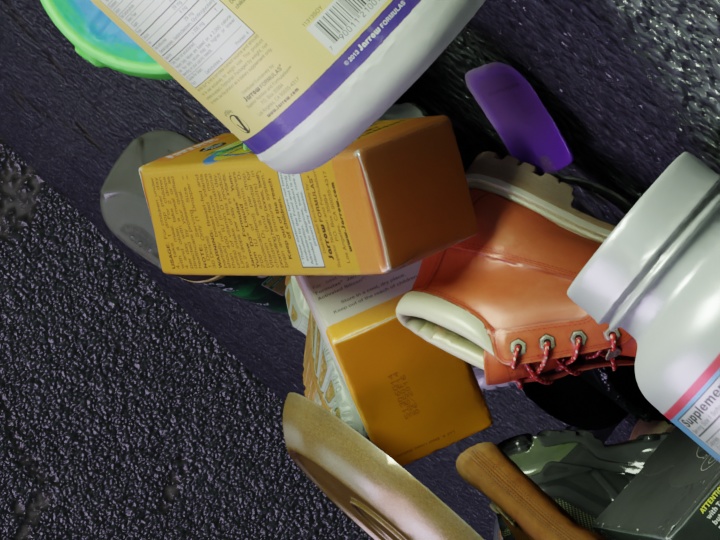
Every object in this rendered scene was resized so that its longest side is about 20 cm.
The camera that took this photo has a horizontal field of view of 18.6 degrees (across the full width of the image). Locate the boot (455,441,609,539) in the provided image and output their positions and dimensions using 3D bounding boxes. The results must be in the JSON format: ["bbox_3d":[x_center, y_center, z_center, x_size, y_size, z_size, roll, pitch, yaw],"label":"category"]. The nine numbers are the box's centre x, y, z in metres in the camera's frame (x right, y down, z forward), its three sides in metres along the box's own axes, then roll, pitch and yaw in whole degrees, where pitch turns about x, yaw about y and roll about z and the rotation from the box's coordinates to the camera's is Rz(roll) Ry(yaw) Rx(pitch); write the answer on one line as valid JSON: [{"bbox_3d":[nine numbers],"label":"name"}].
[{"bbox_3d":[0.144,0.198,1.206,0.200,0.068,0.188,32,167,51],"label":"boot"}]

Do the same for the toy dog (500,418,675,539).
[{"bbox_3d":[0.197,0.179,1.421,0.096,0.200,0.132,27,-151,-43],"label":"toy dog"}]

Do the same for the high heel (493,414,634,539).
[{"bbox_3d":[0.193,0.199,1.571,0.200,0.143,0.071,43,171,-11],"label":"high heel"}]

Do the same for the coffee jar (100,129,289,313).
[{"bbox_3d":[-0.094,-0.032,1.504,0.104,0.085,0.200,35,-176,22],"label":"coffee jar"}]

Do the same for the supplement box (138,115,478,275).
[{"bbox_3d":[-0.032,-0.037,1.136,0.200,0.067,0.069,-3,107,52],"label":"supplement box"}]

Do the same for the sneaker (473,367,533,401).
[{"bbox_3d":[0.098,0.033,1.475,0.082,0.075,0.200,60,160,-17],"label":"sneaker"}]

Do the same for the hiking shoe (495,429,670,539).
[{"bbox_3d":[0.177,0.147,1.318,0.200,0.101,0.076,1,176,8],"label":"hiking shoe"}]

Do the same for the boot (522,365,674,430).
[{"bbox_3d":[0.140,0.045,1.278,0.198,0.073,0.162,54,169,-32],"label":"boot"}]

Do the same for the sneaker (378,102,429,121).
[{"bbox_3d":[-0.010,-0.063,1.217,0.200,0.087,0.075,46,156,48],"label":"sneaker"}]

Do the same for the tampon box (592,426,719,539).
[{"bbox_3d":[0.253,0.160,1.185,0.200,0.126,0.150,43,170,-4],"label":"tampon box"}]

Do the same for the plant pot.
[{"bbox_3d":[0.025,0.146,1.276,0.200,0.027,0.200,40,171,8],"label":"plant pot"}]

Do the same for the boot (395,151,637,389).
[{"bbox_3d":[0.115,0.028,1.091,0.200,0.107,0.075,25,158,26],"label":"boot"}]

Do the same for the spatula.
[{"bbox_3d":[0.129,-0.031,1.119,0.200,0.021,0.057,42,160,-14],"label":"spatula"}]

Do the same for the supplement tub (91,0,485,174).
[{"bbox_3d":[-0.052,-0.153,0.902,0.200,0.145,0.145,43,171,-9],"label":"supplement tub"}]

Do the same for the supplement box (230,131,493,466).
[{"bbox_3d":[0.000,0.000,1.289,0.126,0.073,0.200,68,176,-47],"label":"supplement box"}]

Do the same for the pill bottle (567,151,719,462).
[{"bbox_3d":[0.190,0.043,0.942,0.200,0.109,0.109,41,171,7],"label":"pill bottle"}]

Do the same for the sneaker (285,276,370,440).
[{"bbox_3d":[0.006,0.038,1.417,0.200,0.088,0.076,-101,19,-52],"label":"sneaker"}]

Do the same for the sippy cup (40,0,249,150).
[{"bbox_3d":[-0.086,-0.155,1.124,0.140,0.178,0.130,9,176,10],"label":"sippy cup"}]
